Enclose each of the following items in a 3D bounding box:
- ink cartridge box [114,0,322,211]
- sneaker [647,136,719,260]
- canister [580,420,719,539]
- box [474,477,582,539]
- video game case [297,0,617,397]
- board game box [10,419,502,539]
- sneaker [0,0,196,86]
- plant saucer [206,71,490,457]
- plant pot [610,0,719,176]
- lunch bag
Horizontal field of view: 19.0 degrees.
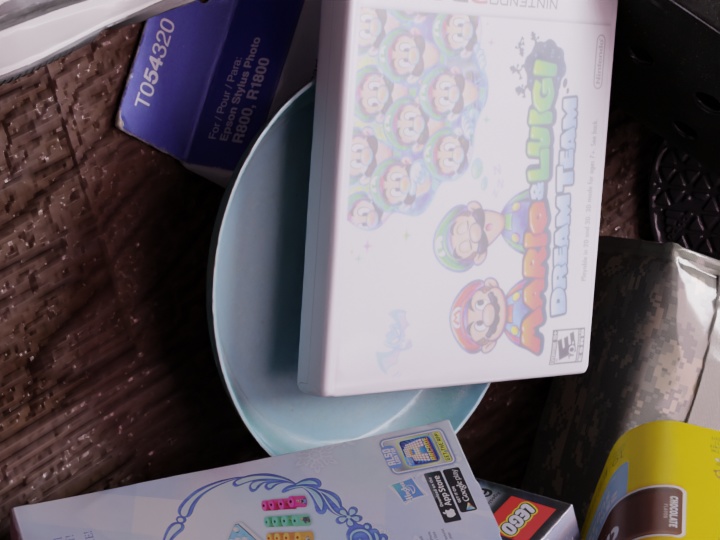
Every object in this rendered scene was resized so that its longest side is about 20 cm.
[{"bbox_3d":[-0.007,-0.119,1.021,0.200,0.043,0.197,27,75,-46],"label":"ink cartridge box"},{"bbox_3d":[0.210,-0.007,1.257,0.083,0.072,0.200,-33,120,-70],"label":"sneaker"},{"bbox_3d":[0.136,0.182,0.983,0.200,0.086,0.149,-76,179,-56],"label":"canister"},{"bbox_3d":[-0.009,0.164,0.975,0.200,0.137,0.040,-43,130,-36],"label":"box"},{"bbox_3d":[0.049,-0.046,1.003,0.182,0.024,0.200,-2,99,-44],"label":"video game case"},{"bbox_3d":[-0.024,0.166,0.879,0.199,0.200,0.043,-9,140,-18],"label":"board game box"},{"bbox_3d":[-0.112,-0.160,0.880,0.200,0.076,0.115,-33,118,-35],"label":"sneaker"},{"bbox_3d":[0.000,0.000,0.998,0.200,0.027,0.200,-10,104,-44],"label":"plant saucer"},{"bbox_3d":[0.224,-0.151,1.109,0.200,0.200,0.178,34,73,1],"label":"plant pot"},{"bbox_3d":[0.207,0.088,1.160,0.200,0.118,0.164,18,87,-22],"label":"lunch bag"}]
